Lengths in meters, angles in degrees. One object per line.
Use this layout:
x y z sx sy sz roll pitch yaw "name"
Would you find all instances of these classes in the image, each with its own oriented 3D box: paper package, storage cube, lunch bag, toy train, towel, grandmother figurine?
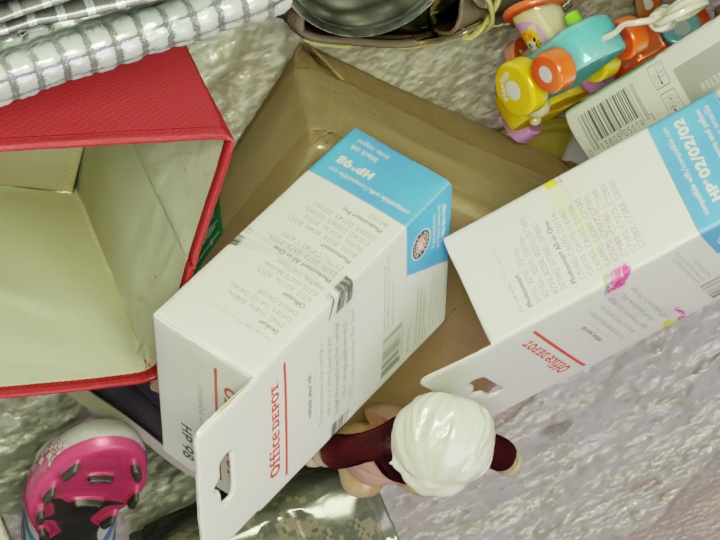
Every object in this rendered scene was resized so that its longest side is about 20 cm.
0.000 0.000 1.374 0.190 0.104 0.200 23 123 -20 "paper package"
-0.186 -0.058 1.176 0.199 0.180 0.171 -5 137 -27 "storage cube"
-0.060 0.190 1.547 0.164 0.118 0.200 -22 -175 -4 "lunch bag"
0.134 -0.132 1.315 0.150 0.056 0.200 -30 174 5 "toy train"
-0.141 -0.175 1.053 0.165 0.200 0.086 -19 140 -12 "towel"
0.028 0.093 1.273 0.121 0.061 0.200 -9 174 -11 "grandmother figurine"

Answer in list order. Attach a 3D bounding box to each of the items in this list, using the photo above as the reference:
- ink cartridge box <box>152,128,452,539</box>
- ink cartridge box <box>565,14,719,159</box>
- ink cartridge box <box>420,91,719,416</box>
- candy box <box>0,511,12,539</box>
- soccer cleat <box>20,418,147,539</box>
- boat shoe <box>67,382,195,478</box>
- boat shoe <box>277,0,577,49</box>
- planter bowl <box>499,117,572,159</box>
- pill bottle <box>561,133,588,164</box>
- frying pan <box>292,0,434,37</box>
-0.040 0.036 1.203 0.200 0.067 0.116 -44 153 -31 "ink cartridge box"
0.230 -0.128 1.298 0.200 0.050 0.161 -30 179 -33 "ink cartridge box"
0.122 -0.004 1.244 0.200 0.068 0.115 -29 158 13 "ink cartridge box"
-0.231 0.222 1.477 0.071 0.168 0.200 -21 141 -10 "candy box"
-0.176 0.126 1.454 0.070 0.087 0.200 0 148 -17 "soccer cleat"
-0.108 0.071 1.457 0.063 0.073 0.200 -38 136 18 "boat shoe"
0.039 -0.151 1.298 0.199 0.060 0.072 -1 134 -30 "boat shoe"
0.109 0.006 1.499 0.200 0.084 0.201 -16 140 -14 "planter bowl"
0.219 -0.053 1.453 0.200 0.112 0.112 -7 141 -49 "pill bottle"
-0.016 -0.202 1.192 0.115 0.031 0.190 -40 122 -10 "frying pan"
